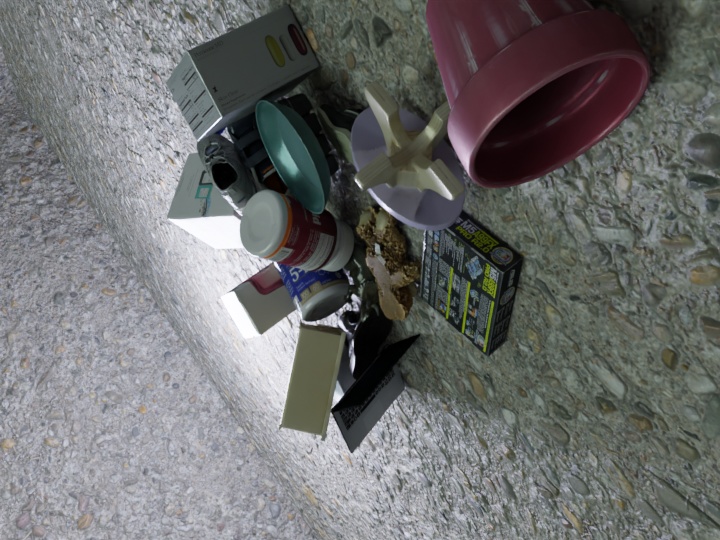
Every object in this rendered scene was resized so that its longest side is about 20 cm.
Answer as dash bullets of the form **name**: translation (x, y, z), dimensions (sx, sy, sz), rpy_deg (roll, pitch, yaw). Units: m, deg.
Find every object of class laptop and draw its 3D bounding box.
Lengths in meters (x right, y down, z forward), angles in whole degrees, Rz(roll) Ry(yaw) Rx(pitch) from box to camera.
- **laptop**: translation (0.045, 0.241, 1.475), dimensions (0.114, 0.187, 0.203), rpy_deg (17, 140, 40)

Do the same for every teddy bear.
- **teddy bear**: translation (0.054, -0.018, 1.319), dimensions (0.144, 0.066, 0.204), rpy_deg (-24, 91, 56)

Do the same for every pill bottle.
- **pill bottle**: translation (-0.108, -0.064, 1.356), dimensions (0.112, 0.198, 0.117), rpy_deg (-10, 73, 38)
- **pill bottle**: translation (-0.108, -0.012, 1.534), dimensions (0.203, 0.118, 0.120), rpy_deg (60, 158, 20)

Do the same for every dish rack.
- **dish rack**: translation (-0.109, -0.232, 1.344), dimensions (0.156, 0.054, 0.199), rpy_deg (66, 164, -17)

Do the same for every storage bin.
- **storage bin**: translation (-0.096, 0.209, 1.509), dimensions (0.199, 0.091, 0.206), rpy_deg (156, 125, -86)

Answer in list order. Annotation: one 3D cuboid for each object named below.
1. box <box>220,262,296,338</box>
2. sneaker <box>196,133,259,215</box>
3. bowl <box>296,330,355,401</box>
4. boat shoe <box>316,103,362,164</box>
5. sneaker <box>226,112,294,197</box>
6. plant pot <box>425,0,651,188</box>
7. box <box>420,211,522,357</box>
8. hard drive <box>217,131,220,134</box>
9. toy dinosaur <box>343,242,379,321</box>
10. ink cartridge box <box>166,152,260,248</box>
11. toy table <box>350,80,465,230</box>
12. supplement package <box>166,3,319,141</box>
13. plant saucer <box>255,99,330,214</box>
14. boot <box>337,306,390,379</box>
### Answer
- **box**: translation (-0.186, 0.045, 1.662), dimensions (0.110, 0.198, 0.127), rpy_deg (58, 155, -7)
- **sneaker**: translation (-0.244, -0.191, 1.372), dimensions (0.201, 0.074, 0.082), rpy_deg (51, -178, 32)
- **bowl**: translation (-0.054, 0.196, 1.709), dimensions (0.202, 0.089, 0.202), rpy_deg (49, 161, 22)
- **boat shoe**: translation (-0.017, -0.223, 1.204), dimensions (0.073, 0.067, 0.200), rpy_deg (64, 172, -31)
- **sneaker**: translation (-0.175, -0.210, 1.369), dimensions (0.202, 0.078, 0.080), rpy_deg (56, -174, -12)
- **plant pot**: translation (0.155, -0.213, 0.758), dimensions (0.182, 0.196, 0.201), rpy_deg (65, 159, 20)
- **box**: translation (0.162, 0.013, 1.161), dimensions (0.160, 0.044, 0.203), rpy_deg (41, 151, 31)
- **hard drive**: translation (-0.254, -0.315, 1.458), dimensions (0.025, 0.133, 0.200), rpy_deg (34, 157, -8)
- **toy dinosaur**: translation (0.000, 0.000, 1.435), dimensions (0.102, 0.075, 0.205), rpy_deg (-35, 66, 54)
- **ink cartridge box**: translation (-0.249, -0.139, 1.509), dimensions (0.196, 0.149, 0.146), rpy_deg (1, 158, 38)
- **toy table**: translation (0.064, -0.155, 1.013), dimensions (0.199, 0.185, 0.117), rpy_deg (39, 168, 9)
- **supplement package**: translation (-0.194, -0.322, 1.252), dimensions (0.113, 0.198, 0.155), rpy_deg (59, 154, -9)
- **plant saucer**: translation (-0.101, -0.188, 1.231), dimensions (0.201, 0.036, 0.201), rpy_deg (50, 161, 23)
- **boot**: translation (-0.006, 0.107, 1.566), dimensions (0.140, 0.076, 0.203), rpy_deg (-116, 33, -41)
